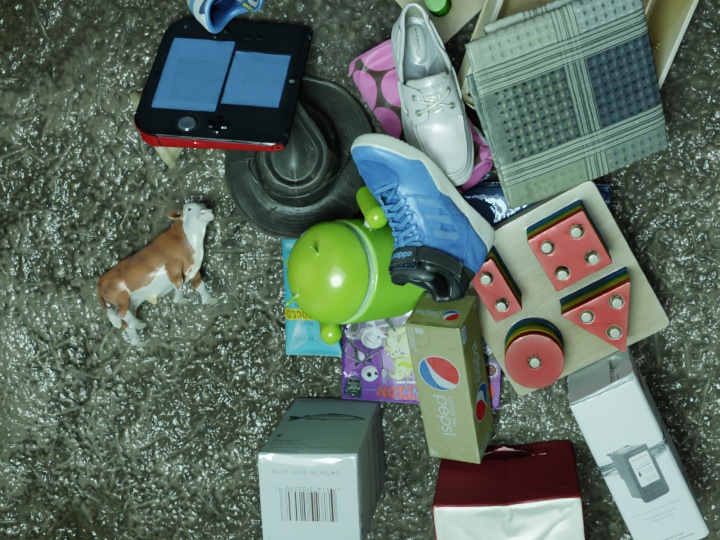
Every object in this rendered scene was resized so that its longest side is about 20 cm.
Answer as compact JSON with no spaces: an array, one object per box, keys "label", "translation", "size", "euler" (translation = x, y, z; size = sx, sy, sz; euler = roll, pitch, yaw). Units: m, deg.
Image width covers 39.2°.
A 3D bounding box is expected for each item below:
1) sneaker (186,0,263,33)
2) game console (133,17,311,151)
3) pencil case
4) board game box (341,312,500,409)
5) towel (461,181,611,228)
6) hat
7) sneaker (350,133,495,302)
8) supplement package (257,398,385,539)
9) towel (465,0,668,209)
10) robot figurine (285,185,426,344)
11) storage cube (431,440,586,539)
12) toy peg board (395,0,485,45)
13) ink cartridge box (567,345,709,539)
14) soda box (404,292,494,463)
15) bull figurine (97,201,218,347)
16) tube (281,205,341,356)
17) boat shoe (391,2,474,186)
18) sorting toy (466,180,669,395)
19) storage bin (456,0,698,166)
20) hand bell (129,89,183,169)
[{"label":"sneaker","translation":[-0.117,-0.347,1.165],"size":[0.199,0.074,0.083],"euler":[-31,63,20]},{"label":"game console","translation":[-0.155,-0.216,1.154],"size":[0.174,0.202,0.031],"euler":[2,143,9]},{"label":"pencil case","translation":[0.072,-0.178,1.154],"size":[0.093,0.091,0.201],"euler":[-39,79,26]},{"label":"board game box","translation":[0.076,0.104,1.251],"size":[0.197,0.032,0.122],"euler":[2,104,8]},{"label":"towel","translation":[0.195,-0.047,1.194],"size":[0.197,0.049,0.113],"euler":[2,101,8]},{"label":"hat","translation":[-0.077,-0.143,1.172],"size":[0.198,0.081,0.203],"euler":[-1,77,6]},{"label":"sneaker","translation":[0.053,-0.047,1.065],"size":[0.200,0.076,0.112],"euler":[42,61,-27]},{"label":"supplement package","translation":[-0.041,0.237,1.202],"size":[0.115,0.200,0.119],"euler":[-2,100,9]},{"label":"towel","translation":[0.216,-0.184,1.058],"size":[0.198,0.035,0.194],"euler":[-21,113,-5]},{"label":"robot figurine","translation":[0.000,0.000,1.153],"size":[0.115,0.199,0.177],"euler":[39,119,33]},{"label":"storage cube","translation":[0.182,0.320,1.194],"size":[0.169,0.180,0.203],"euler":[-6,98,10]},{"label":"toy peg board","translation":[0.093,-0.391,1.124],"size":[0.199,0.098,0.200],"euler":[-41,92,13]},{"label":"ink cartridge box","translation":[0.316,0.202,1.169],"size":[0.083,0.145,0.202],"euler":[-25,96,14]},{"label":"soda box","translation":[0.106,0.127,1.172],"size":[0.067,0.064,0.202],"euler":[4,125,24]},{"label":"bull figurine","translation":[-0.243,0.003,1.253],"size":[0.199,0.065,0.122],"euler":[-33,61,20]},{"label":"tube","translation":[-0.066,0.008,1.248],"size":[0.077,0.050,0.203],"euler":[2,104,28]},{"label":"boat shoe","translation":[0.072,-0.189,1.080],"size":[0.070,0.069,0.202],"euler":[-17,79,1]},{"label":"sorting toy","translation":[0.221,0.032,1.150],"size":[0.199,0.070,0.200],"euler":[-28,104,18]},{"label":"storage bin","translation":[0.229,-0.248,1.100],"size":[0.196,0.094,0.202],"euler":[17,105,-15]},{"label":"hand bell","translation":[-0.163,-0.213,1.212],"size":[0.198,0.104,0.105],"euler":[-27,95,0]}]
